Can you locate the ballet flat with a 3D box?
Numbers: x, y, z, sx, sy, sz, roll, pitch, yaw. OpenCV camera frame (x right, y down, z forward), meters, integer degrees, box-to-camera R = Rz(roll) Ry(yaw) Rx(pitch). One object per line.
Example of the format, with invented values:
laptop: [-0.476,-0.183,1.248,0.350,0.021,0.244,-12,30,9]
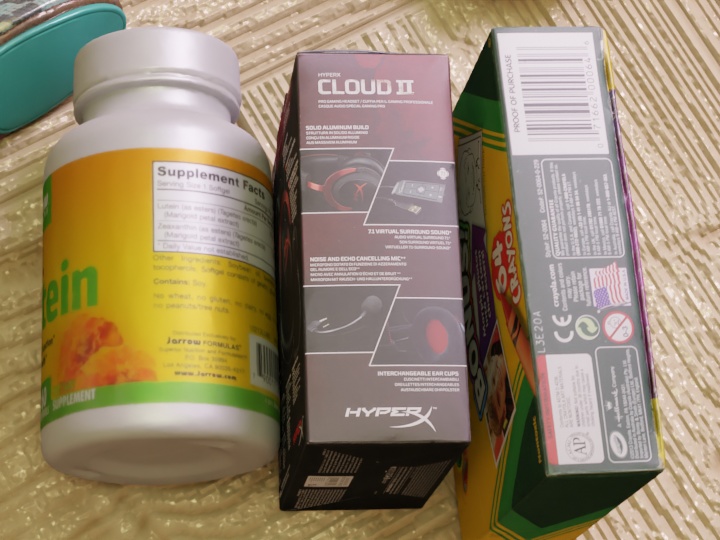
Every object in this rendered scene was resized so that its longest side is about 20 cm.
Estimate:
ballet flat: [-0.208,-0.085,0.905,0.071,0.069,0.200,34,70,26]

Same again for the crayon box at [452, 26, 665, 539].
crayon box: [0.078,0.016,0.840,0.058,0.173,0.202,-2,71,-10]

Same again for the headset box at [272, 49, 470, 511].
headset box: [0.000,0.000,0.849,0.074,0.149,0.202,0,71,-7]

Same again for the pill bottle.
pill bottle: [-0.096,-0.007,0.861,0.110,0.111,0.202,-1,71,-7]
